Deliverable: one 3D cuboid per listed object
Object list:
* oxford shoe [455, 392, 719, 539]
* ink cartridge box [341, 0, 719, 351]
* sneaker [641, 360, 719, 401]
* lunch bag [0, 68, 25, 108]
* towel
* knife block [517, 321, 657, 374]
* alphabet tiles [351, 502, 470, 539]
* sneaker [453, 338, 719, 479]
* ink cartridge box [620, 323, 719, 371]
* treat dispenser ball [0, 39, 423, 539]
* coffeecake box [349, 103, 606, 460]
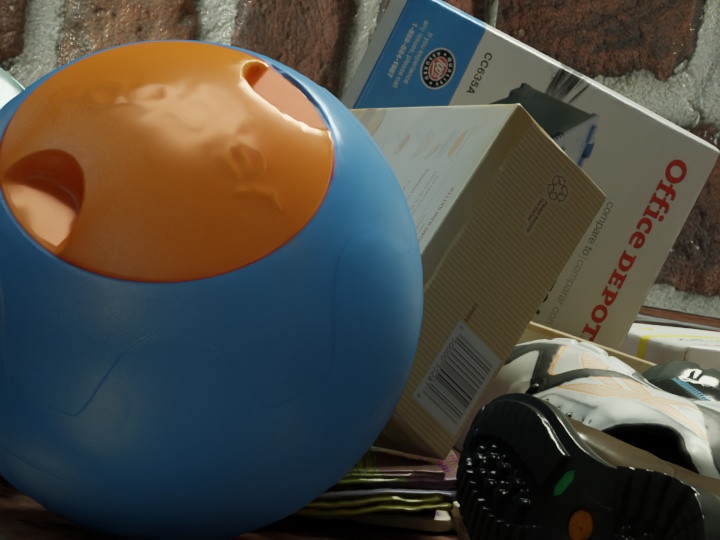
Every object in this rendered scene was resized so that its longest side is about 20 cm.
[{"bbox_3d":[0.104,0.103,0.845,0.084,0.073,0.200,16,6,-29],"label":"oxford shoe"},{"bbox_3d":[0.081,-0.053,1.203,0.199,0.147,0.086,26,5,-8],"label":"ink cartridge box"},{"bbox_3d":[0.215,0.108,1.035,0.198,0.074,0.082,14,25,22],"label":"sneaker"},{"bbox_3d":[-0.176,-0.004,0.988,0.077,0.201,0.160,-37,-8,21],"label":"lunch bag"},{"bbox_3d":[-0.027,0.093,1.006,0.142,0.023,0.200,0,2,-2],"label":"towel"},{"bbox_3d":[0.088,0.064,1.115,0.198,0.065,0.175,9,-13,26],"label":"knife block"},{"bbox_3d":[0.087,0.116,1.018,0.194,0.015,0.200,7,2,-4],"label":"alphabet tiles"},{"bbox_3d":[0.105,0.075,0.978,0.199,0.075,0.080,10,6,43],"label":"sneaker"},{"bbox_3d":[0.235,0.085,1.318,0.144,0.084,0.200,7,3,-9],"label":"ink cartridge box"},{"bbox_3d":[-0.074,0.009,0.848,0.199,0.203,0.201,7,2,0],"label":"treat dispenser ball"},{"bbox_3d":[0.000,0.000,1.033,0.073,0.154,0.199,43,-20,-28],"label":"coffeecake box"}]
